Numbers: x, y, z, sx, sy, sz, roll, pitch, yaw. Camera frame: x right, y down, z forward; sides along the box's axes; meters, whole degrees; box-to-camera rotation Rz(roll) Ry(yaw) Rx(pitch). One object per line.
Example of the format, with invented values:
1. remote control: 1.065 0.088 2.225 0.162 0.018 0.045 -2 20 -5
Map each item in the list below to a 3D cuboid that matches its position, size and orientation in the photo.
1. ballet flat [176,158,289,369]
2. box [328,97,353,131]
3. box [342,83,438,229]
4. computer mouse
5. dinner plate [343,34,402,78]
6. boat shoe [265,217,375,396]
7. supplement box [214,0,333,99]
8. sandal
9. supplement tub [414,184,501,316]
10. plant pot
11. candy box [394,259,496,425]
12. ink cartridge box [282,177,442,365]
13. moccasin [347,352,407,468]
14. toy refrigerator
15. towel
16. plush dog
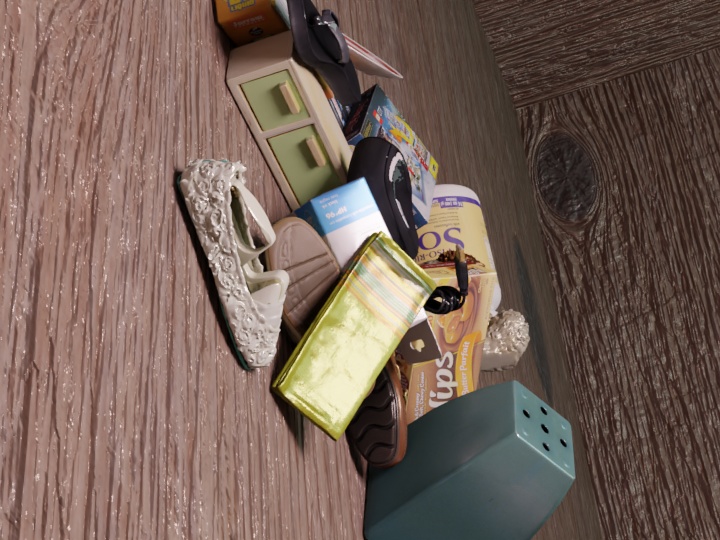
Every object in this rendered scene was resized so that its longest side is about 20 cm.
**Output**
1. ballet flat: -0.101 -0.005 1.193 0.072 0.072 0.200 -67 140 -69
2. box: -0.023 -0.174 1.734 0.159 0.046 0.200 -85 155 -55
3. box: 0.037 -0.139 1.675 0.137 0.038 0.200 51 20 -15
4. computer mouse: 0.045 -0.038 1.441 0.046 0.140 0.200 -32 124 -45
5. dinner plate: -0.037 -0.281 1.651 0.200 0.024 0.200 32 12 -7
6. boat shoe: -0.049 0.040 1.366 0.065 0.072 0.200 11 -52 64
7. supplement box: -0.094 -0.255 1.502 0.200 0.066 0.069 50 29 -59
8. sandal: -0.032 -0.241 1.427 0.200 0.043 0.076 40 36 -67
9. supplement tub: 0.111 -0.001 1.864 0.145 0.145 0.200 40 36 -67
10. plant pot: 0.126 0.220 1.457 0.141 0.200 0.141 38 29 -20
11. candy box: 0.085 0.093 1.564 0.115 0.055 0.200 -4 110 -42
12. ink cartridge box: 0.001 0.016 1.412 0.200 0.068 0.116 65 -19 0
13. moccasin: 0.013 0.123 1.503 0.078 0.074 0.202 37 29 -56
14. toy refrigerator: -0.068 -0.149 1.462 0.070 0.076 0.200 -89 159 -51
15. towel: -0.002 0.060 1.317 0.086 0.018 0.200 40 63 -13
16. plush dog: 0.089 0.065 1.710 0.160 0.200 0.172 29 32 -34
